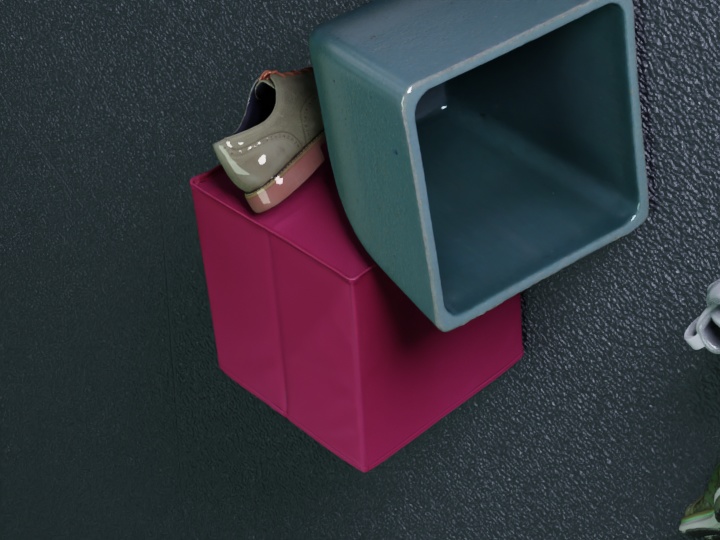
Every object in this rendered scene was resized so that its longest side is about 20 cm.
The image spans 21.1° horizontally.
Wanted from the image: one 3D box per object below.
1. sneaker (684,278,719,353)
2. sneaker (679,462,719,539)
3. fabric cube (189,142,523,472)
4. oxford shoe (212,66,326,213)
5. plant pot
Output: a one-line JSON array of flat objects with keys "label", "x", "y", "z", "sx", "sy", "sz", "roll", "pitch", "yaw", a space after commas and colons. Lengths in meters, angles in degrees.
[{"label": "sneaker", "x": 0.303, "y": 0.024, "z": 1.247, "sx": 0.199, "sy": 0.115, "sz": 0.076, "roll": 1, "pitch": 120, "yaw": 55}, {"label": "sneaker", "x": 0.293, "y": 0.157, "z": 1.450, "sx": 0.076, "sy": 0.090, "sz": 0.200, "roll": 14, "pitch": 164, "yaw": -1}, {"label": "fabric cube", "x": 0.000, "y": 0.000, "z": 1.583, "sx": 0.199, "sy": 0.195, "sz": 0.201, "roll": 31, "pitch": 142, "yaw": 37}, {"label": "oxford shoe", "x": -0.041, "y": -0.136, "z": 1.507, "sx": 0.075, "sy": 0.201, "sz": 0.070, "roll": 48, "pitch": 143, "yaw": -17}, {"label": "plant pot", "x": 0.067, "y": -0.115, "z": 1.399, "sx": 0.200, "sy": 0.195, "sz": 0.198, "roll": 37, "pitch": 146, "yaw": 47}]
